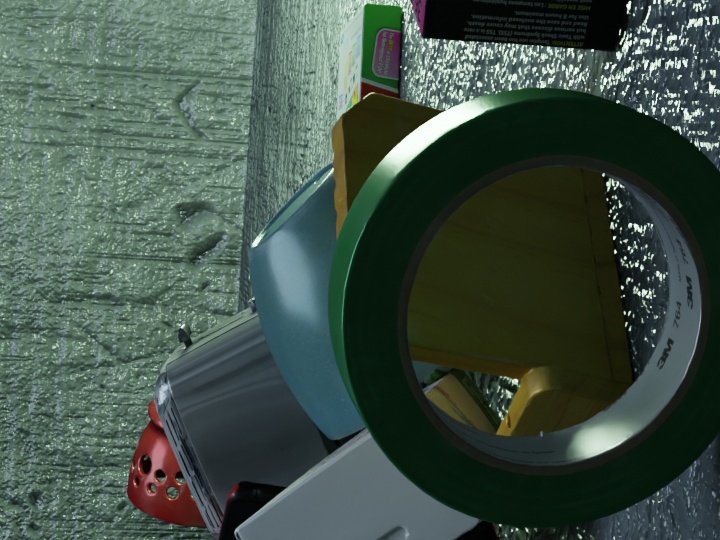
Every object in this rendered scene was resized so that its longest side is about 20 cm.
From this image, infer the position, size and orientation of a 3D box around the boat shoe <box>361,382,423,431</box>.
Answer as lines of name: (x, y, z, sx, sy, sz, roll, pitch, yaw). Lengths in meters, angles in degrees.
boat shoe: (0.020, 0.122, 1.561, 0.063, 0.072, 0.201, 130, 147, -79)

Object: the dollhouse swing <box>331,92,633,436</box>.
dollhouse swing: (0.059, 0.015, 1.058, 0.182, 0.175, 0.201, 108, 161, -56)

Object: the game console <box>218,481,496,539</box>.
game console: (-0.010, 0.219, 1.326, 0.177, 0.199, 0.031, 108, 169, -58)

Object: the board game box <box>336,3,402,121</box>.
board game box: (0.006, -0.165, 1.833, 0.153, 0.040, 0.201, 166, 107, -80)

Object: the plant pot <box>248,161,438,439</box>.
plant pot: (0.000, 0.000, 1.240, 0.200, 0.135, 0.200, -44, 9, 9)

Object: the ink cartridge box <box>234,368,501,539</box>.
ink cartridge box: (0.018, 0.144, 1.137, 0.084, 0.145, 0.200, 54, -169, 3)

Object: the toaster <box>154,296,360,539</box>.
toaster: (-0.075, 0.123, 1.370, 0.114, 0.129, 0.201, -76, -36, -77)

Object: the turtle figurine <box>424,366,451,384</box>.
turtle figurine: (0.004, 0.068, 1.450, 0.200, 0.143, 0.195, -103, 24, -69)

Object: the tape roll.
tape roll: (0.085, 0.017, 0.817, 0.048, 0.199, 0.202, -131, 45, -76)

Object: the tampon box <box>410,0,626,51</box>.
tampon box: (0.098, -0.255, 1.049, 0.150, 0.125, 0.201, -100, 16, -57)

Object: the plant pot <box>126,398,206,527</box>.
plant pot: (-0.281, 0.307, 2.928, 0.201, 0.199, 0.183, -111, 31, -68)
